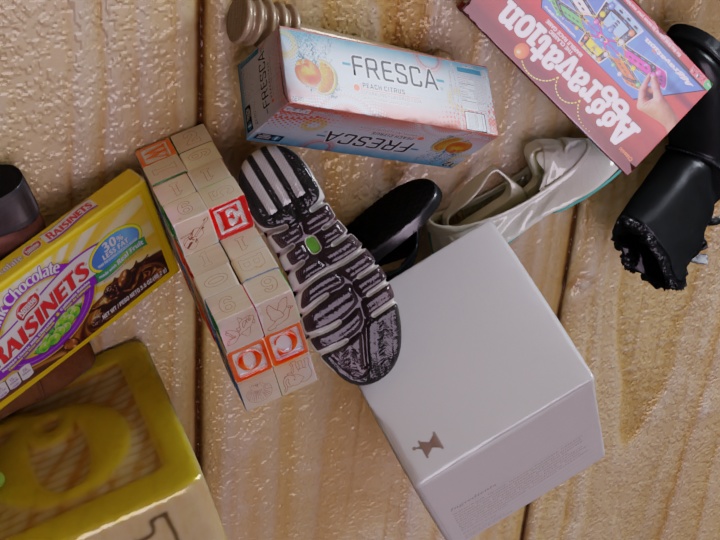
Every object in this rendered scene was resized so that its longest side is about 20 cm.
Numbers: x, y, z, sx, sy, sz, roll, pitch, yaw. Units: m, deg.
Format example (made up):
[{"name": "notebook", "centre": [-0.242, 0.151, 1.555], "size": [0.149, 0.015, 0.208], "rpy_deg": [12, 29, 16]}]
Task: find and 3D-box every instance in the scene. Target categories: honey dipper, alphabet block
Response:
[{"name": "honey dipper", "centre": [-0.009, -0.177, 1.073], "size": [0.198, 0.038, 0.038], "rpy_deg": [6, 118, -33]}, {"name": "alphabet block", "centre": [-0.214, 0.216, 1.127], "size": [0.195, 0.196, 0.202], "rpy_deg": [-24, 129, -12]}]

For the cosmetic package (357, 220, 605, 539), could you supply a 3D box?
[{"name": "cosmetic package", "centre": [0.093, 0.102, 1.175], "size": [0.165, 0.168, 0.200], "rpy_deg": [-30, 153, -2]}]

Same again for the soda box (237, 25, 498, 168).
[{"name": "soda box", "centre": [0.008, -0.129, 1.063], "size": [0.198, 0.064, 0.068], "rpy_deg": [6, 157, -34]}]

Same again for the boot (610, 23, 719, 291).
[{"name": "boot", "centre": [0.273, -0.090, 1.208], "size": [0.163, 0.073, 0.199], "rpy_deg": [-52, 137, -16]}]

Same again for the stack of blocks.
[{"name": "stack of blocks", "centre": [-0.101, -0.007, 1.029], "size": [0.058, 0.200, 0.116], "rpy_deg": [-22, 129, -9]}]

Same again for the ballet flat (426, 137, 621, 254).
[{"name": "ballet flat", "centre": [0.142, -0.071, 1.197], "size": [0.199, 0.070, 0.070], "rpy_deg": [-33, 129, 1]}]

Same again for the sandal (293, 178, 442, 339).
[{"name": "sandal", "centre": [-0.001, 0.000, 1.164], "size": [0.048, 0.076, 0.200], "rpy_deg": [38, 109, -26]}]

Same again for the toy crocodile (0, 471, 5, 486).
[{"name": "toy crocodile", "centre": [-0.351, 0.109, 1.029], "size": [0.198, 0.068, 0.062], "rpy_deg": [30, 92, 3]}]

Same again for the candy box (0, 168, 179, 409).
[{"name": "candy box", "centre": [-0.230, 0.019, 1.044], "size": [0.200, 0.026, 0.103], "rpy_deg": [-40, 138, -23]}]

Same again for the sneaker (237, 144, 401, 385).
[{"name": "sneaker", "centre": [-0.031, -0.011, 1.103], "size": [0.075, 0.116, 0.202], "rpy_deg": [-26, 100, -2]}]

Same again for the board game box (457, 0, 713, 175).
[{"name": "board game box", "centre": [0.183, -0.181, 1.122], "size": [0.200, 0.019, 0.103], "rpy_deg": [41, 100, -16]}]

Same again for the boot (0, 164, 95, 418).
[{"name": "boot", "centre": [-0.312, 0.036, 1.054], "size": [0.187, 0.068, 0.202], "rpy_deg": [-30, 135, -22]}]
